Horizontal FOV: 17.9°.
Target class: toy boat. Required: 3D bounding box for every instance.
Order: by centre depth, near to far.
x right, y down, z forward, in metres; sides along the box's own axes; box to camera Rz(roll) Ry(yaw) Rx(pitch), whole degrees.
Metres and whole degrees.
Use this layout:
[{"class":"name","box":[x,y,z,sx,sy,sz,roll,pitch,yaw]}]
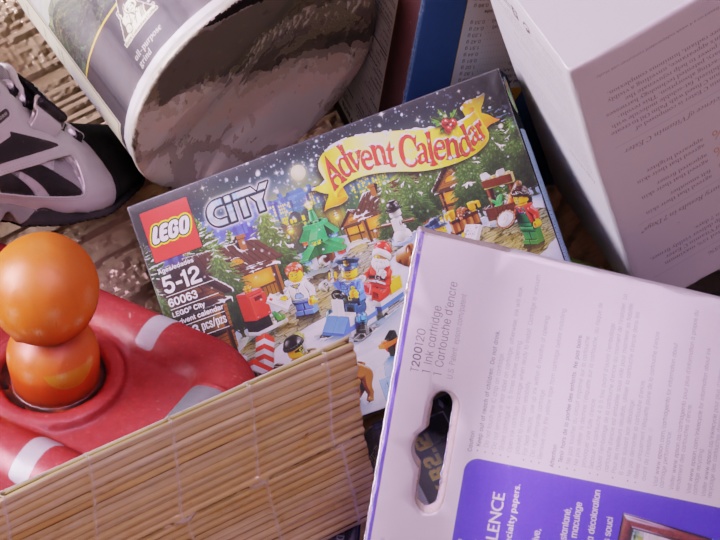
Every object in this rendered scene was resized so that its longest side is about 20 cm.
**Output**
[{"class":"toy boat","box":[-0.145,0.037,1.063,0.199,0.131,0.131,21,46,22]}]

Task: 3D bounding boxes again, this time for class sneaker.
[{"class":"sneaker","box":[-0.175,-0.069,1.120,0.074,0.089,0.199,19,18,34]}]

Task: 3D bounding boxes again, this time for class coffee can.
[{"class":"coffee can","box":[-0.106,-0.163,1.166,0.146,0.147,0.200,-26,63,-25]}]

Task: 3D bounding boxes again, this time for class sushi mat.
[{"class":"sushi mat","box":[-0.077,0.106,1.015,0.199,0.096,0.012,-23,31,-28]}]

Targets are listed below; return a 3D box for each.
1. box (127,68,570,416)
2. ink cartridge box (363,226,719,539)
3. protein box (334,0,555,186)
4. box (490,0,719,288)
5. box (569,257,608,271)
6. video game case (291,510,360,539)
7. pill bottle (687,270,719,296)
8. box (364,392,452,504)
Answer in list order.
[{"class":"box","box":[0.000,0.000,1.127,0.199,0.038,0.138,-20,88,10]},{"class":"ink cartridge box","box":[0.098,0.096,1.058,0.198,0.043,0.200,13,81,-13]},{"class":"protein box","box":[0.093,-0.161,1.194,0.197,0.201,0.135,-8,46,-20]},{"class":"box","box":[0.148,-0.095,1.101,0.124,0.200,0.098,-30,53,-3]},{"class":"box","box":[0.135,0.101,1.138,0.143,0.036,0.201,19,59,-8]},{"class":"video game case","box":[-0.101,0.141,1.059,0.198,0.019,0.143,3,40,3]},{"class":"pill bottle","box":[0.286,-0.007,1.243,0.198,0.116,0.117,10,63,-11]},{"class":"box","box":[0.109,0.144,1.158,0.157,0.048,0.201,-21,72,-24]}]
